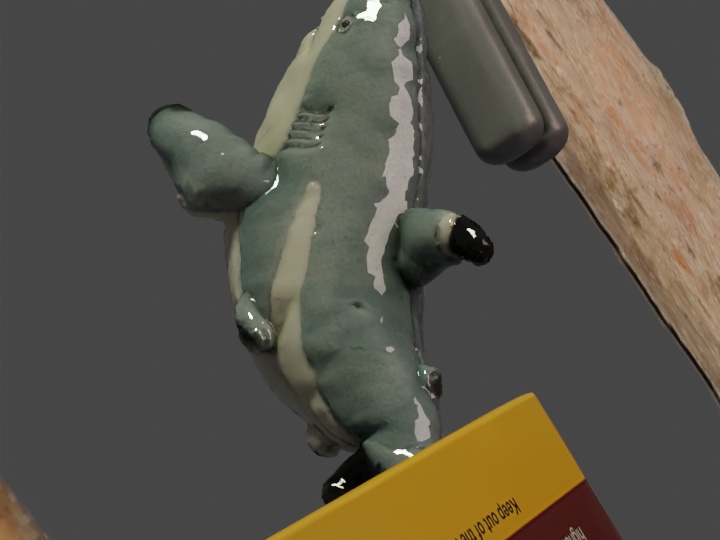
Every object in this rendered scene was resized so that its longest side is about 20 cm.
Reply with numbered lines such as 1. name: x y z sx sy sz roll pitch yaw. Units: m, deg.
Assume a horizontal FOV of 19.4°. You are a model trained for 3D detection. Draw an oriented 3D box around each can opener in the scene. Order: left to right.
1. can opener: 0.043 -0.142 0.907 0.053 0.067 0.201 8 52 -61

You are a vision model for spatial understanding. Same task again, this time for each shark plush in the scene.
1. shark plush: 0.000 0.000 0.604 0.091 0.083 0.200 41 27 -35

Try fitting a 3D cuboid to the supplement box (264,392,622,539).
1. supplement box: -0.001 0.152 0.330 0.200 0.133 0.197 59 22 6
